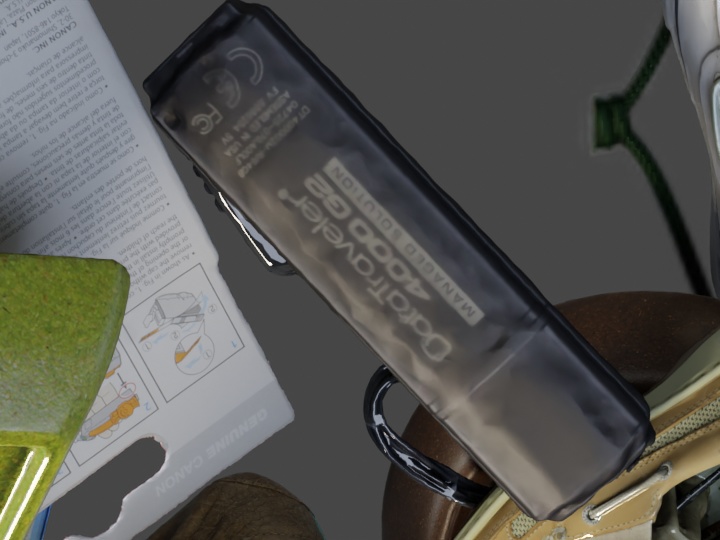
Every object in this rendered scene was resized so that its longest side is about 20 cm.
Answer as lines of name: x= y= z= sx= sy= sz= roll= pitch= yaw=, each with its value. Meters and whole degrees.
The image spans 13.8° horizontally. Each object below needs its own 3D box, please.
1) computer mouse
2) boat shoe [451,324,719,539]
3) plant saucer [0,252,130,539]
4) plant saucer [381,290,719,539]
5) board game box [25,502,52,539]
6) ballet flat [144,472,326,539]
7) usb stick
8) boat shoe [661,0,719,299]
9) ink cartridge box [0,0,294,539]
computer mouse: x=0.000 y=0.000 z=1.014 sx=0.059 sy=0.034 sz=0.200 roll=-30 pitch=107 yaw=5
boat shoe: x=0.097 y=0.087 z=0.992 sx=0.072 sy=0.076 sz=0.200 roll=31 pitch=117 yaw=-28
plant saucer: x=-0.176 y=0.083 z=0.866 sx=0.199 sy=0.048 sz=0.200 roll=4 pitch=127 yaw=-37
plant saucer: x=0.105 y=0.105 z=1.067 sx=0.200 sy=0.035 sz=0.201 roll=3 pitch=114 yaw=7
board game box: x=-0.208 y=0.091 z=1.001 sx=0.200 sy=0.037 sz=0.152 roll=8 pitch=111 yaw=-23
ballet flat: x=-0.085 y=0.148 z=1.017 sx=0.200 sy=0.072 sz=0.068 roll=-37 pitch=125 yaw=-19
usb stick: x=0.013 y=-0.002 z=0.961 sx=0.055 sy=0.033 sz=0.200 roll=-43 pitch=95 yaw=15
boat shoe: x=0.154 y=-0.058 z=1.036 sx=0.073 sy=0.067 sz=0.200 roll=-18 pitch=118 yaw=-10
ink cartridge box: x=-0.129 y=0.011 z=0.970 sx=0.161 sy=0.050 sz=0.200 roll=-36 pitch=124 yaw=-15
